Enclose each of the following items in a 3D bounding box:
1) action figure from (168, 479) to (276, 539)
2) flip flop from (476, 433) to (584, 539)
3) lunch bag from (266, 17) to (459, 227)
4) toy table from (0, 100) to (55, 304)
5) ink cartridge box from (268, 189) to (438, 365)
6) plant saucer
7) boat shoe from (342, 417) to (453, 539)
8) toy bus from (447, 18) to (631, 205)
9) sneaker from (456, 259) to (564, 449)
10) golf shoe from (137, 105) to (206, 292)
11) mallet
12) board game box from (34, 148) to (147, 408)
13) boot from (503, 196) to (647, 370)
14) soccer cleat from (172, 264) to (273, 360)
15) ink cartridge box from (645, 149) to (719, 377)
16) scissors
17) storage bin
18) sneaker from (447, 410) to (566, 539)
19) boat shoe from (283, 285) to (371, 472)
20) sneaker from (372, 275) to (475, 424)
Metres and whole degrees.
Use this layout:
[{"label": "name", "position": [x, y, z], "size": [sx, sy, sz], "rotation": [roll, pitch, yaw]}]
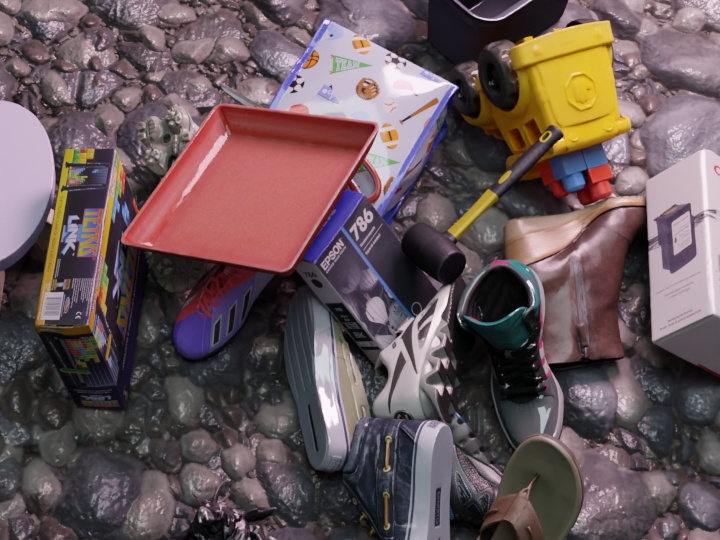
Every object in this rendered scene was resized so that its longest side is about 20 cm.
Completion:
[{"label": "action figure", "position": [-0.123, 0.275, 1.465], "size": [0.119, 0.102, 0.200], "rotation": [-17, 63, -1]}, {"label": "flip flop", "position": [0.137, 0.243, 1.471], "size": [0.081, 0.058, 0.200], "rotation": [34, 101, 17]}, {"label": "lunch bag", "position": [-0.018, -0.132, 1.705], "size": [0.170, 0.124, 0.200], "rotation": [26, 66, 8]}, {"label": "toy table", "position": [-0.372, -0.058, 1.636], "size": [0.183, 0.117, 0.200], "rotation": [13, 58, 3]}, {"label": "ink cartridge box", "position": [0.000, 0.000, 1.605], "size": [0.200, 0.039, 0.100], "rotation": [50, 59, -27]}, {"label": "plant saucer", "position": [-0.102, -0.074, 1.566], "size": [0.199, 0.037, 0.200], "rotation": [10, 53, 30]}, {"label": "boat shoe", "position": [0.032, 0.236, 1.504], "size": [0.091, 0.071, 0.201], "rotation": [4, 88, 27]}, {"label": "toy bus", "position": [0.200, -0.157, 1.730], "size": [0.135, 0.200, 0.193], "rotation": [-19, 91, -21]}, {"label": "sneaker", "position": [0.148, 0.077, 1.573], "size": [0.083, 0.121, 0.201], "rotation": [-14, 71, 19]}, {"label": "golf shoe", "position": [-0.174, -0.067, 1.675], "size": [0.078, 0.097, 0.201], "rotation": [-11, 70, 21]}, {"label": "mallet", "position": [0.121, -0.075, 1.614], "size": [0.066, 0.041, 0.200], "rotation": [30, 75, 39]}, {"label": "board game box", "position": [-0.257, 0.009, 1.573], "size": [0.057, 0.165, 0.200], "rotation": [-1, 59, 7]}, {"label": "boot", "position": [0.251, 0.015, 1.687], "size": [0.199, 0.072, 0.167], "rotation": [-10, 72, -12]}, {"label": "soccer cleat", "position": [-0.123, 0.003, 1.613], "size": [0.068, 0.073, 0.200], "rotation": [41, 89, 16]}, {"label": "ink cartridge box", "position": [0.371, -0.001, 1.649], "size": [0.145, 0.084, 0.200], "rotation": [26, 52, -31]}, {"label": "scissors", "position": [-0.059, -0.136, 1.647], "size": [0.073, 0.014, 0.200], "rotation": [-39, 79, 2]}, {"label": "storage bin", "position": [0.155, -0.323, 1.831], "size": [0.200, 0.134, 0.146], "rotation": [-37, 68, -24]}, {"label": "sneaker", "position": [0.119, 0.222, 1.547], "size": [0.082, 0.073, 0.200], "rotation": [-44, 68, -3]}, {"label": "boat shoe", "position": [-0.030, 0.109, 1.602], "size": [0.062, 0.072, 0.200], "rotation": [7, 59, -30]}, {"label": "sneaker", "position": [0.059, 0.074, 1.585], "size": [0.088, 0.074, 0.200], "rotation": [-9, 32, 24]}]
